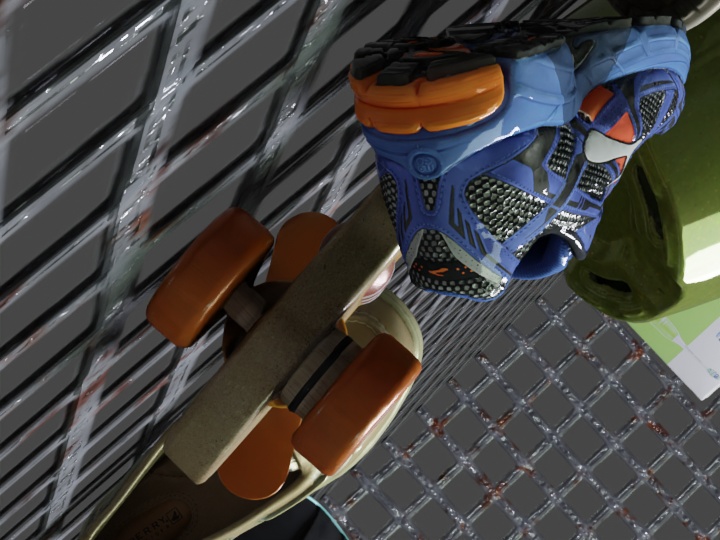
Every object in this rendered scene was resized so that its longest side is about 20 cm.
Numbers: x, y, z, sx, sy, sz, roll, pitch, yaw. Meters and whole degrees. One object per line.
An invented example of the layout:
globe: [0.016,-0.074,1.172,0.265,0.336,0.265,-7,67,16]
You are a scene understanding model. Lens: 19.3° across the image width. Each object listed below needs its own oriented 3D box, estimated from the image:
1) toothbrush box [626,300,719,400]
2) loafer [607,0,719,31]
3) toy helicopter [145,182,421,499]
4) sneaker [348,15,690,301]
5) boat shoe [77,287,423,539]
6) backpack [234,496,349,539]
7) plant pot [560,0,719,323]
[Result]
toothbrush box: [0.267,-0.021,1.717,0.086,0.200,0.146,-35,169,-50]
loafer: [0.153,-0.154,0.687,0.200,0.076,0.068,-36,-179,42]
toy helicopter: [0.000,0.000,0.732,0.200,0.079,0.132,-48,175,-33]
sneaker: [0.052,-0.039,0.674,0.075,0.079,0.200,3,-169,28]
boat shoe: [-0.052,0.085,0.964,0.200,0.073,0.063,-44,177,15]
backpack: [-0.081,0.253,1.485,0.153,0.177,0.200,-26,-175,38]
plant pot: [0.163,-0.071,0.892,0.189,0.201,0.200,-27,168,-22]
